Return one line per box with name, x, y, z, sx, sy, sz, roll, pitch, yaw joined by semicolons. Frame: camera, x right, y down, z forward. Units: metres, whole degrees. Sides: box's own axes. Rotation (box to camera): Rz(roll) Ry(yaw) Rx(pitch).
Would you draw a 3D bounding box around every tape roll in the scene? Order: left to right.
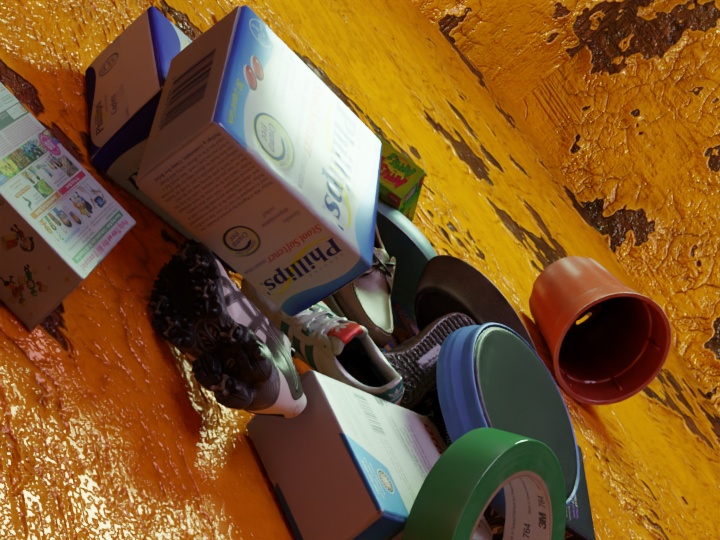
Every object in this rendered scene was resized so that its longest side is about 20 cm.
tape roll;0.104;0.235;1.159;0.048;0.202;0.200;13;-9;36

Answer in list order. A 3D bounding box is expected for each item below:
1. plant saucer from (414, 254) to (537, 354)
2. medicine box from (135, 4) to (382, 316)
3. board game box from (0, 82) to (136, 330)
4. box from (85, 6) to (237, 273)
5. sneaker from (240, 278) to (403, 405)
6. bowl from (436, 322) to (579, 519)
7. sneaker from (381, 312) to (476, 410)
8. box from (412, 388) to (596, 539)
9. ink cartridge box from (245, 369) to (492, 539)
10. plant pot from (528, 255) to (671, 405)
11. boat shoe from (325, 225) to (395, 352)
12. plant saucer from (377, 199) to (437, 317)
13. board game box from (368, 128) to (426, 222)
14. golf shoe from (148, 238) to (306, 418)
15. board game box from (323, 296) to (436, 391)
plant saucer;0.118;0.079;1.492;0.200;0.034;0.201;46;-26;30
medicine box;-0.082;-0.097;1.231;0.200;0.102;0.183;42;33;-29
board game box;-0.272;-0.069;1.031;0.200;0.064;0.148;47;17;-9
box;-0.167;-0.132;1.384;0.200;0.105;0.185;39;18;-32
sneaker;-0.031;0.058;1.294;0.070;0.094;0.200;-35;75;-30
bowl;0.146;0.143;1.325;0.200;0.039;0.202;39;36;-36
sneaker;0.038;0.113;1.390;0.199;0.076;0.071;-26;74;-33
box;0.140;0.209;1.412;0.200;0.105;0.123;38;37;-38
ink cartridge box;0.012;0.185;1.194;0.200;0.086;0.147;31;25;-53
plant pot;0.375;0.084;2.266;0.201;0.201;0.196;41;9;-28
boat shoe;0.000;0.000;1.451;0.072;0.068;0.201;34;23;-39
plant saucer;0.027;-0.024;1.602;0.199;0.027;0.201;36;-23;18
board game box;0.012;-0.081;1.623;0.101;0.048;0.200;37;-23;12
golf shoe;-0.110;0.055;1.155;0.094;0.078;0.201;35;16;-44
board game box;0.016;0.076;1.525;0.199;0.045;0.153;30;25;-49
